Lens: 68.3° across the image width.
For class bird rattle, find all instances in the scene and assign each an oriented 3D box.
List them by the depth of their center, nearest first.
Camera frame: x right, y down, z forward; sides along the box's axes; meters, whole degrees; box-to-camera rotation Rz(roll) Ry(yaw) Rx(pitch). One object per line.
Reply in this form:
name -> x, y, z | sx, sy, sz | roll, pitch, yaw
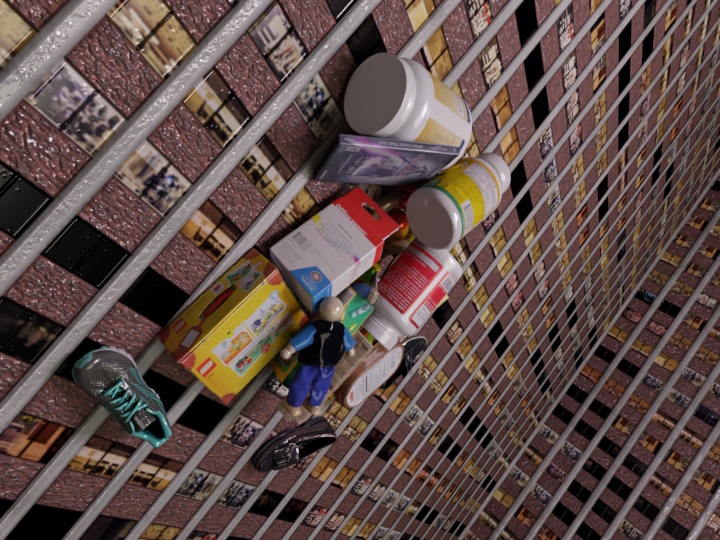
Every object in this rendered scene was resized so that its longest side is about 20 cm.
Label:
bird rattle -> 0.086, -0.099, 1.023 | 0.160, 0.113, 0.202 | -25, 137, -6

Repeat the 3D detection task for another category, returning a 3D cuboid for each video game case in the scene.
video game case -> 0.037, -0.169, 0.840 | 0.196, 0.143, 0.019 | 1, 77, -20

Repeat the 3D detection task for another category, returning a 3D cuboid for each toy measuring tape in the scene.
toy measuring tape -> 0.000, 0.000, 0.963 | 0.201, 0.072, 0.075 | -85, -169, -68

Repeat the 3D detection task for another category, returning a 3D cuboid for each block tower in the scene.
block tower -> -0.060, 0.190, 0.958 | 0.200, 0.054, 0.058 | -46, 168, 2

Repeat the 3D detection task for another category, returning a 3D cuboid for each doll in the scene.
doll -> -0.071, 0.138, 0.859 | 0.134, 0.048, 0.204 | 9, 108, -34

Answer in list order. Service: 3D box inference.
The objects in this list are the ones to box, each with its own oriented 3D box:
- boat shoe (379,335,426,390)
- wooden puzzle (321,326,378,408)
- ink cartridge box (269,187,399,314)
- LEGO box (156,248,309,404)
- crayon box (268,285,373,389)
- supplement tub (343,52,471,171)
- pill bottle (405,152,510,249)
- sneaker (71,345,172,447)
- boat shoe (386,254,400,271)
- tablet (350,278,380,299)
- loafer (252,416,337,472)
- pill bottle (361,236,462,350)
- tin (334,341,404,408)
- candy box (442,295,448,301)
boat shoe -> 0.101, 0.229, 1.311 | 0.198, 0.062, 0.076 | -29, 134, -34
wooden puzzle -> -0.030, 0.200, 1.146 | 0.198, 0.037, 0.188 | -30, 140, -28
ink cartridge box -> -0.042, -0.039, 0.895 | 0.199, 0.116, 0.068 | -38, 161, -23
LEGO box -> -0.196, 0.092, 0.857 | 0.200, 0.077, 0.150 | -44, 141, -16
crayon box -> -0.081, 0.105, 0.945 | 0.201, 0.119, 0.058 | -50, 127, -2
supplement tub -> 0.080, -0.252, 0.865 | 0.198, 0.144, 0.147 | 11, 108, -51
pill bottle -> 0.180, -0.131, 0.938 | 0.199, 0.112, 0.114 | -37, 140, -33
sneaker -> -0.330, 0.187, 0.764 | 0.077, 0.091, 0.202 | -43, 141, -18
boat shoe -> 0.121, -0.007, 1.150 | 0.201, 0.072, 0.072 | -51, 143, -8
tablet -> -0.039, 0.068, 1.073 | 0.198, 0.014, 0.132 | 8, 110, -52
loafer -> -0.136, 0.383, 1.151 | 0.198, 0.063, 0.073 | -20, 130, -39
pill bottle -> 0.086, 0.042, 0.977 | 0.201, 0.112, 0.112 | -49, 143, -3
tin -> 0.024, 0.225, 1.183 | 0.199, 0.042, 0.114 | -35, 139, -31
candy box -> 0.110, 0.087, 1.145 | 0.115, 0.056, 0.199 | -45, 166, 21
